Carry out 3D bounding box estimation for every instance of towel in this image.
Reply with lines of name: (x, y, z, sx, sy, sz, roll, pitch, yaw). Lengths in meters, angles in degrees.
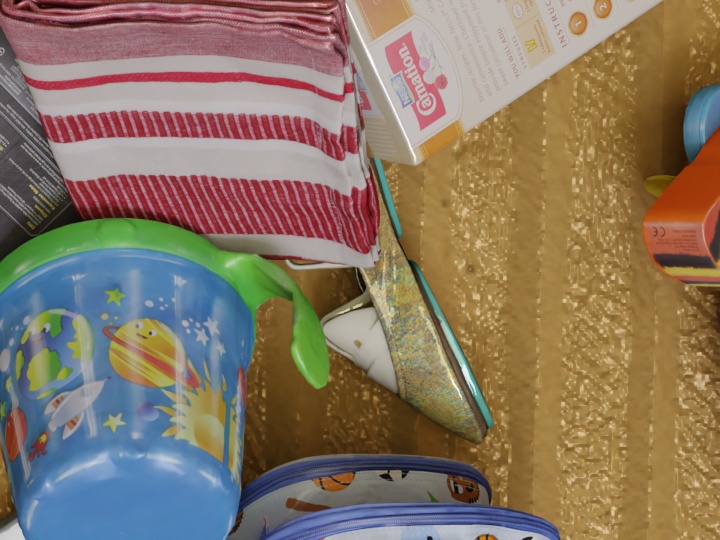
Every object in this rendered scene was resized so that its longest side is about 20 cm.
towel: (-0.068, -0.056, 0.956, 0.144, 0.200, 0.023, 3, 61, 8)

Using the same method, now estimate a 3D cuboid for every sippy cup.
sippy cup: (-0.109, 0.068, 0.999, 0.139, 0.131, 0.178, 17, 128, -26)

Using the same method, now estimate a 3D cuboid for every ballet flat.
ballet flat: (0.000, 0.000, 1.070, 0.071, 0.071, 0.200, -22, 91, -6)

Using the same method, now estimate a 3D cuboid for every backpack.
backpack: (0.010, 0.167, 1.009, 0.200, 0.190, 0.154, -2, 69, -27)

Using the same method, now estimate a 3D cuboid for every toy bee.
toy bee: (0.216, -0.051, 1.077, 0.200, 0.131, 0.109, -43, 123, -14)

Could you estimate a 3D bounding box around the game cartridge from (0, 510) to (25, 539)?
game cartridge: (-0.132, 0.211, 1.081, 0.133, 0.042, 0.200, -32, 98, -1)

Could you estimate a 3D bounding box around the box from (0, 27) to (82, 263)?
box: (-0.210, -0.054, 0.989, 0.158, 0.048, 0.200, -44, 138, -2)

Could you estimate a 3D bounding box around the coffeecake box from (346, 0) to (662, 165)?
coffeecake box: (0.053, -0.166, 1.018, 0.200, 0.073, 0.154, -34, 113, -23)

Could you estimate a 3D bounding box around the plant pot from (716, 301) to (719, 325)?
plant pot: (0.266, 0.068, 1.048, 0.200, 0.200, 0.179, -28, 91, -5)
